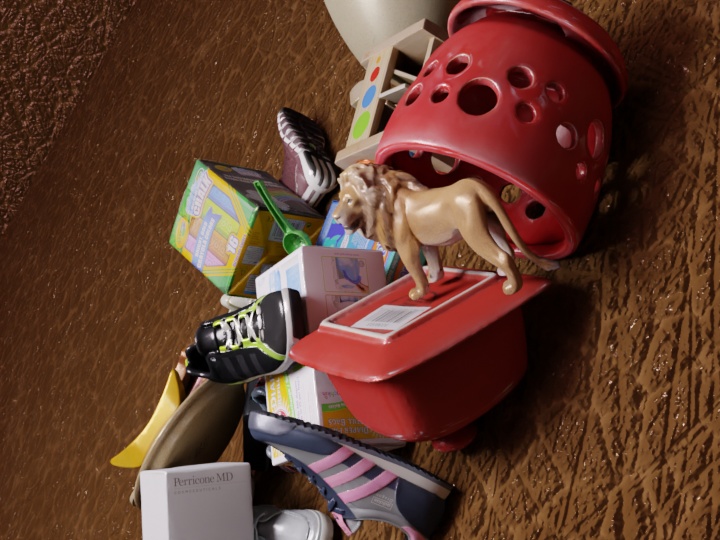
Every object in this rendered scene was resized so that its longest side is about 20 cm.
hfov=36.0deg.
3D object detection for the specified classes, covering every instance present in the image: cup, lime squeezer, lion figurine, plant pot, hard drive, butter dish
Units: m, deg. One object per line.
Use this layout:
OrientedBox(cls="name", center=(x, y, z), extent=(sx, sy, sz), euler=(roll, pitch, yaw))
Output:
OrientedBox(cls="cup", center=(0.049, -0.312, 1.318), extent=(0.199, 0.197, 0.146), euler=(-18, 77, 54))
OrientedBox(cls="lime squeezer", center=(-0.079, -0.007, 1.310), extent=(0.037, 0.070, 0.204), euler=(-12, 84, 20))
OrientedBox(cls="lion figurine", center=(0.069, -0.043, 0.932), extent=(0.197, 0.125, 0.072), euler=(-8, 18, 40))
OrientedBox(cls="plant pot", center=(0.136, -0.133, 0.991), extent=(0.199, 0.199, 0.185), euler=(2, 61, 60))
OrientedBox(cls="hard drive", center=(-0.115, 0.116, 1.328), extent=(0.141, 0.032, 0.203), euler=(97, 177, -55))
OrientedBox(cls="butter dish", center=(0.065, 0.092, 0.997), extent=(0.197, 0.150, 0.199), euler=(-26, 15, -25))

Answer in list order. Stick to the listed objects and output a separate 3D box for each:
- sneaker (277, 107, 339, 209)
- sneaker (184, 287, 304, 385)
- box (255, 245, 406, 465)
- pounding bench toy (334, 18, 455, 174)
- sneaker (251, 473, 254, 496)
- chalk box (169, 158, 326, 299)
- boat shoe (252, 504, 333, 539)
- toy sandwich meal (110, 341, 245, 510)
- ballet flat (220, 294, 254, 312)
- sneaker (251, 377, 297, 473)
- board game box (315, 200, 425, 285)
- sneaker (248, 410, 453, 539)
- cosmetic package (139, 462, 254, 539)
OrientedBox(cls="sneaker", center=(-0.098, -0.138, 1.533), extent=(0.116, 0.075, 0.201), euler=(-56, 29, 23))
OrientedBox(cls="sneaker", center=(-0.121, 0.075, 1.099), extent=(0.200, 0.081, 0.073), euler=(-40, 54, 53))
OrientedBox(cls="box", center=(-0.033, 0.090, 1.130), extent=(0.112, 0.100, 0.204), euler=(-31, 61, 54))
OrientedBox(cls="pounding bench toy", center=(0.045, -0.153, 1.234), extent=(0.199, 0.123, 0.159), euler=(-14, 56, 56))
OrientedBox(cls="sneaker", center=(-0.197, 0.269, 1.371), extent=(0.200, 0.077, 0.113), euler=(-45, 34, 34))
OrientedBox(cls="chalk box", center=(-0.160, -0.061, 1.444), extent=(0.199, 0.123, 0.126), euler=(37, 111, 43))
OrientedBox(cls="boat shoe", center=(-0.104, 0.289, 1.194), extent=(0.200, 0.071, 0.071), euler=(-21, 50, 54))
OrientedBox(cls="toy sandwich meal", center=(-0.201, 0.174, 1.248), extent=(0.206, 0.070, 0.206), euler=(-51, -18, -23))
OrientedBox(cls="ballet flat", center=(-0.168, 0.072, 1.494), extent=(0.071, 0.071, 0.203), euler=(7, 73, 61))
OrientedBox(cls="sneaker", center=(-0.072, 0.118, 1.207), extent=(0.079, 0.094, 0.204), euler=(-34, 58, 48))
OrientedBox(cls="board game box", center=(0.000, 0.000, 1.275), extent=(0.199, 0.044, 0.155), euler=(11, 78, 62))
OrientedBox(cls="sneaker", center=(-0.019, 0.191, 0.999), extent=(0.070, 0.197, 0.083), euler=(89, -157, -86))
OrientedBox(cls="cosmetic package", center=(-0.165, 0.304, 1.139), extent=(0.071, 0.100, 0.204), euler=(-14, 78, 56))
